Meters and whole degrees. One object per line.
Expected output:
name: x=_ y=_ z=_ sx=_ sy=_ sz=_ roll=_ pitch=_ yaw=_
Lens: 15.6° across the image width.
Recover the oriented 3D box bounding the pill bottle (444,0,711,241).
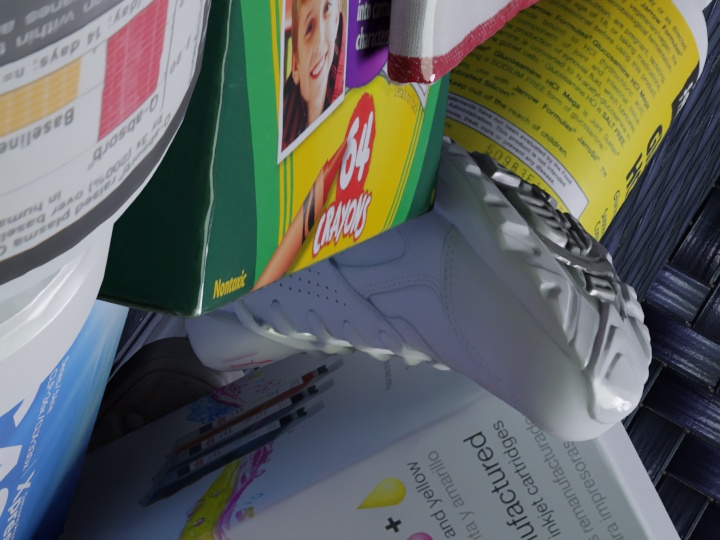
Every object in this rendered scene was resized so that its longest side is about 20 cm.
pill bottle: x=0.073 y=-0.077 z=1.084 sx=0.200 sy=0.112 sz=0.113 roll=-56 pitch=170 yaw=-24

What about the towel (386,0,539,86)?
towel: x=0.036 y=-0.153 z=0.606 sx=0.144 sy=0.023 sz=0.201 roll=-43 pitch=138 yaw=-69

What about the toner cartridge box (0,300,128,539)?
toner cartridge box: x=-0.100 y=0.024 z=0.692 sx=0.095 sy=0.043 sz=0.200 roll=-53 pitch=168 yaw=-47

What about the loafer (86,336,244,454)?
loafer: x=-0.080 y=0.092 z=0.952 sx=0.070 sy=0.070 sz=0.200 roll=-71 pitch=-177 yaw=-49

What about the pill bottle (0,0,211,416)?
pill bottle: x=-0.074 y=-0.061 z=0.356 sx=0.116 sy=0.116 sz=0.200 roll=-54 pitch=168 yaw=-33

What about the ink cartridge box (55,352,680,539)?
ink cartridge box: x=-0.001 y=0.110 z=0.820 sx=0.200 sy=0.146 sz=0.145 roll=-27 pitch=-166 yaw=7

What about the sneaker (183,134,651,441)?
sneaker: x=0.000 y=0.000 z=0.742 sx=0.099 sy=0.200 sz=0.078 roll=-53 pitch=138 yaw=8

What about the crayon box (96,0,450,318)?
crayon box: x=-0.019 y=-0.091 z=0.580 sx=0.200 sy=0.058 sz=0.173 roll=-27 pitch=127 yaw=-74
